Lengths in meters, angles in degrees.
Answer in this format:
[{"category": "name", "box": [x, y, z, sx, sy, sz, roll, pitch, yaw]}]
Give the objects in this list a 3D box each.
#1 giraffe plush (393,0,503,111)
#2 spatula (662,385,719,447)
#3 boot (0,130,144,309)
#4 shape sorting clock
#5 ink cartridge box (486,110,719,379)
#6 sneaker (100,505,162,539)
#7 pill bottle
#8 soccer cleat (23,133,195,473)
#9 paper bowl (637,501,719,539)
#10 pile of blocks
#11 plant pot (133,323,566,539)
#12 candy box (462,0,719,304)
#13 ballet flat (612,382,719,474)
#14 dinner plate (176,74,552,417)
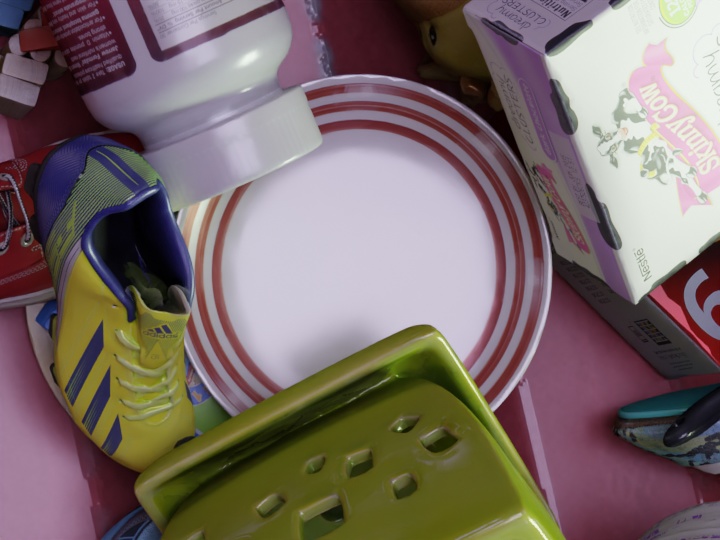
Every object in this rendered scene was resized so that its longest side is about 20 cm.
[{"category": "giraffe plush", "box": [0.079, -0.171, 1.370, 0.200, 0.173, 0.163, 35, 88, 7]}, {"category": "spatula", "box": [0.223, 0.038, 1.407, 0.200, 0.056, 0.021, -42, 100, -35]}, {"category": "boot", "box": [-0.183, -0.023, 1.261, 0.199, 0.144, 0.073, -22, 81, -7]}, {"category": "shape sorting clock", "box": [-0.076, 0.010, 1.362, 0.199, 0.039, 0.201, 0, 90, -8]}, {"category": "ink cartridge box", "box": [0.182, -0.073, 1.423, 0.176, 0.084, 0.200, 43, 76, -8]}, {"category": "sneaker", "box": [-0.114, 0.211, 1.302, 0.079, 0.095, 0.201, 22, 79, -13]}, {"category": "pill bottle", "box": [-0.099, -0.136, 1.260, 0.109, 0.110, 0.201, -26, 97, -17]}, {"category": "soccer cleat", "box": [-0.110, 0.028, 1.260, 0.065, 0.084, 0.201, -34, 132, -29]}, {"category": "paper bowl", "box": [0.218, 0.209, 1.356, 0.201, 0.200, 0.104, 50, 41, -6]}, {"category": "pile of blocks", "box": [-0.179, -0.119, 1.333, 0.200, 0.062, 0.082, -41, 97, -16]}, {"category": "plant pot", "box": [0.010, 0.157, 1.261, 0.198, 0.182, 0.200, -28, 130, 6]}, {"category": "candy box", "box": [0.168, -0.110, 1.301, 0.200, 0.071, 0.168, -37, 131, -14]}, {"category": "ballet flat", "box": [0.235, 0.085, 1.433, 0.199, 0.074, 0.075, -14, 89, -15]}, {"category": "dinner plate", "box": [0.000, 0.000, 1.341, 0.199, 0.024, 0.201, 0, 92, -9]}]
